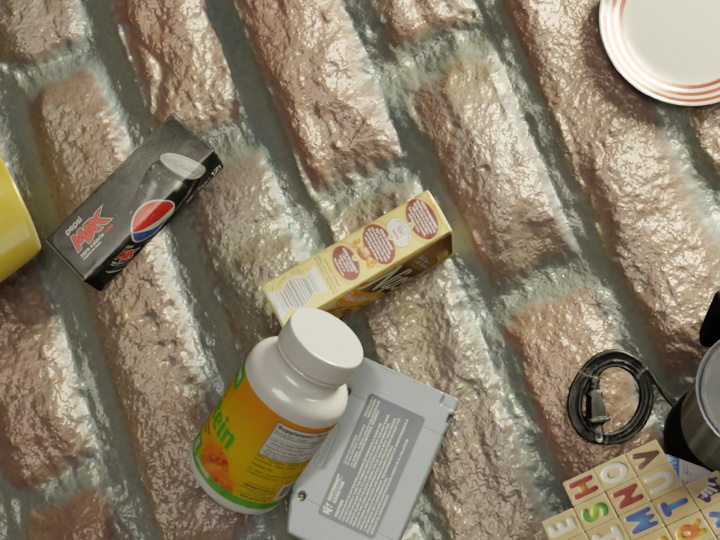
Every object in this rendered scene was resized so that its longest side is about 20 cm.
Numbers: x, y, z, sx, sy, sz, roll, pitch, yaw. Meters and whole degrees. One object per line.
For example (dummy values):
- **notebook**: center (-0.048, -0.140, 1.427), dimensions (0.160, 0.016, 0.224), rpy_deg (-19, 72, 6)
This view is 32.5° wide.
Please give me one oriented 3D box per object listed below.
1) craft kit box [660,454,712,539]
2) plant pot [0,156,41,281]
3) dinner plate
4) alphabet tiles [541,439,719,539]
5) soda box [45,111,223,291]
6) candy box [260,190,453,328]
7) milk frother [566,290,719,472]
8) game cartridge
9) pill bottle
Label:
- **craft kit box**: center (0.353, 0.280, 1.103), dimensions (0.195, 0.049, 0.201), rpy_deg (18, 42, 0)
- **plant pot**: center (-0.453, -0.039, 1.315), dimensions (0.187, 0.201, 0.202), rpy_deg (-27, 77, -18)
- **dinner plate**: center (0.362, -0.276, 1.366), dimensions (0.197, 0.024, 0.203), rpy_deg (-1, 78, 6)
- **alphabet tiles**: center (0.255, 0.234, 1.090), dimensions (0.166, 0.008, 0.201), rpy_deg (-26, 33, 4)
- **soda box**: center (-0.246, -0.075, 1.360), dimensions (0.071, 0.063, 0.200), rpy_deg (43, 85, 12)
- **candy box**: center (0.000, 0.000, 1.294), dimensions (0.198, 0.115, 0.056), rpy_deg (-29, 78, -1)
- **milk frother**: center (0.315, 0.128, 1.198), dimensions (0.198, 0.188, 0.182), rpy_deg (-18, 68, -3)
- **game cartridge**: center (0.006, 0.201, 1.294), dimensions (0.132, 0.042, 0.202), rpy_deg (22, 81, 14)
- **pill bottle**: center (-0.081, 0.137, 1.232), dimensions (0.111, 0.111, 0.201), rpy_deg (40, 118, 12)
